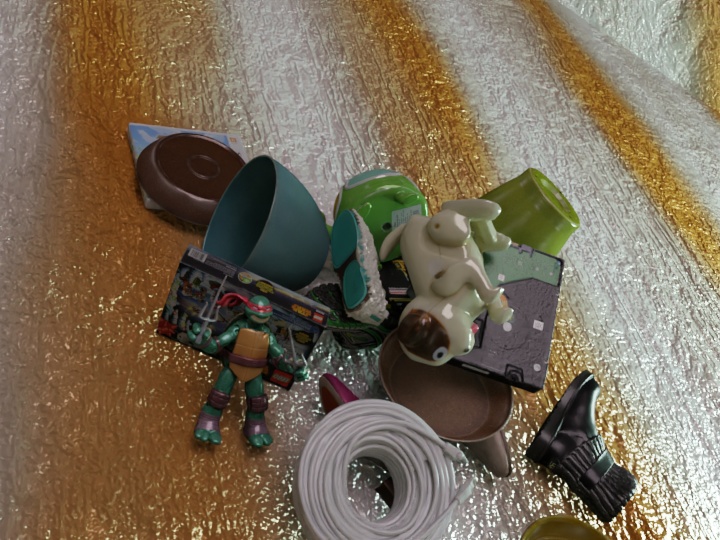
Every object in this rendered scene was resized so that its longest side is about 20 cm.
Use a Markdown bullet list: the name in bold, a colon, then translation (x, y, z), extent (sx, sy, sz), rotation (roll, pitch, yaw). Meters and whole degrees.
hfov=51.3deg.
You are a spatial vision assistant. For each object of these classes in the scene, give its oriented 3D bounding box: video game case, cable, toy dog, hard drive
- **video game case**: translation (-0.268, -0.166, 1.226), extent (0.197, 0.022, 0.184), rotation (1, 48, -32)
- **cable**: translation (0.016, 0.255, 0.892), extent (0.200, 0.069, 0.200), rotation (43, 62, 0)
- **toy dog**: translation (0.105, 0.023, 0.981), extent (0.190, 0.140, 0.203), rotation (6, 69, 13)
- **hard drive**: translation (0.208, 0.057, 1.066), extent (0.137, 0.038, 0.203), rotation (18, 68, -5)

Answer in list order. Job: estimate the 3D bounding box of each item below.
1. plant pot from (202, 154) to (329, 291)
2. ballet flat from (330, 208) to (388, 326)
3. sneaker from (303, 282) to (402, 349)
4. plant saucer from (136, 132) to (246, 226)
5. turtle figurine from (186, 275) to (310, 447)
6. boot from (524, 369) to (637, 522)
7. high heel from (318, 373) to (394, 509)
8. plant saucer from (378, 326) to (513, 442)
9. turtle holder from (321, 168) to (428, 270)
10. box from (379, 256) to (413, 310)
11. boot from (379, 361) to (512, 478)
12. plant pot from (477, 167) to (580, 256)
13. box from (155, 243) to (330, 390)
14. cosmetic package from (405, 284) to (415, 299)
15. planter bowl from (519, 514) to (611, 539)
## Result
- **plant pot**: translation (-0.123, -0.044, 1.076), extent (0.133, 0.200, 0.202), rotation (25, 37, -32)
- **ballet flat**: translation (0.000, 0.000, 1.037), extent (0.071, 0.072, 0.202), rotation (13, 40, -20)
- **sneaker**: translation (-0.016, 0.078, 1.058), extent (0.198, 0.086, 0.078), rotation (16, 29, -48)
- **plant saucer**: translation (-0.250, -0.153, 1.181), extent (0.197, 0.035, 0.202), rotation (19, 41, -17)
- **turtle figurine**: translation (-0.134, 0.107, 0.897), extent (0.147, 0.204, 0.101), rotation (12, 12, -6)
- **boot**: translation (0.354, 0.263, 1.135), extent (0.157, 0.080, 0.211), rotation (35, 50, 15)
- **high heel**: translation (0.025, 0.210, 0.991), extent (0.095, 0.067, 0.202), rotation (-27, 81, -36)
- **plant saucer**: translation (0.113, 0.157, 1.032), extent (0.197, 0.037, 0.202), rotation (12, 43, -11)
- **turtle holder**: translation (0.011, -0.082, 1.181), extent (0.141, 0.185, 0.132), rotation (47, 8, -39)
- **box**: translation (0.087, 0.002, 1.261), extent (0.197, 0.050, 0.161), rotation (3, 46, -30)
- **boot**: translation (0.112, 0.211, 1.056), extent (0.144, 0.071, 0.202), rotation (-4, 50, -27)
- **plant pot**: translation (0.263, -0.065, 1.284), extent (0.199, 0.193, 0.202), rotation (36, 28, -22)
- **box**: translation (-0.154, 0.065, 0.971), extent (0.197, 0.138, 0.040), rotation (24, 39, -8)
- **cosmetic package**: translation (0.173, 0.062, 1.136), extent (0.090, 0.107, 0.200), rotation (-41, 82, -19)
- **planter bowl**: translation (0.254, 0.414, 0.916), extent (0.197, 0.084, 0.202), rotation (18, 41, -16)
